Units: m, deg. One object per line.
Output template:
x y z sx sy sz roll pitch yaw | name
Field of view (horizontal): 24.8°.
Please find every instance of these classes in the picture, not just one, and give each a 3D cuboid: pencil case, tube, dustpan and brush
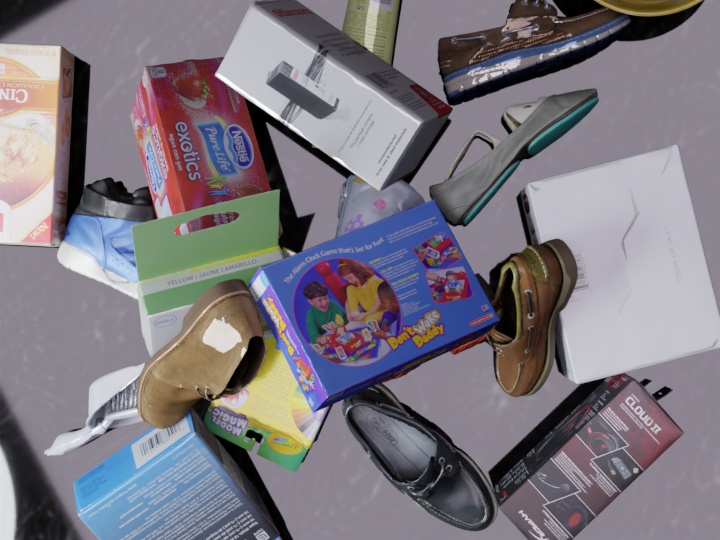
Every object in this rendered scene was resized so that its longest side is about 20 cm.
0.000 0.000 1.606 0.090 0.083 0.201 34 58 -26 | pencil case
0.003 -0.218 1.675 0.052 0.058 0.202 6 96 -39 | tube
-0.247 0.142 1.659 0.198 0.139 0.058 -17 77 28 | dustpan and brush

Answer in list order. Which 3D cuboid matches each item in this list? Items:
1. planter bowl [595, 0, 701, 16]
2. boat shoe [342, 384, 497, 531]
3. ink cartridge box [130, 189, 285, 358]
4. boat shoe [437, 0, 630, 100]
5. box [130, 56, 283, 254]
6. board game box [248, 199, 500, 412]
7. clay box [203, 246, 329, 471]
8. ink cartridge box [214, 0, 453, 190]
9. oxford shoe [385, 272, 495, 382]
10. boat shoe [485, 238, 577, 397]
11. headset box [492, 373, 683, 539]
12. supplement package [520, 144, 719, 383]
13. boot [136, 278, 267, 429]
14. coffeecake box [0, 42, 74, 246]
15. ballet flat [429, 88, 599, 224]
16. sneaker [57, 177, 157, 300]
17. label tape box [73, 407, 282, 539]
0.283 -0.350 1.643 0.198 0.083 0.203 0 89 2 | planter bowl
0.057 0.193 1.651 0.074 0.066 0.200 -41 88 11 | boat shoe
-0.138 0.008 1.539 0.144 0.200 0.048 -15 66 -12 | ink cartridge box
0.172 -0.239 1.652 0.198 0.072 0.073 -20 87 2 | boat shoe
-0.154 -0.098 1.614 0.095 0.100 0.202 -9 69 -22 | box
0.014 0.030 1.524 0.199 0.045 0.135 -22 76 -28 | board game box
-0.070 0.091 1.671 0.114 0.048 0.201 26 91 0 | clay box
-0.024 -0.174 1.591 0.199 0.144 0.084 36 107 6 | ink cartridge box
0.048 0.063 1.649 0.198 0.071 0.073 -20 82 -18 | oxford shoe
0.150 0.050 1.585 0.067 0.201 0.072 -16 47 -23 | boat shoe
0.227 0.180 1.607 0.200 0.149 0.075 -44 88 1 | headset box
0.257 -0.005 1.626 0.154 0.111 0.202 -14 88 2 | supplement package
-0.151 0.100 1.542 0.076 0.073 0.200 58 133 25 | boot
-0.378 -0.128 1.675 0.152 0.073 0.202 3 90 2 | coffeecake box
0.151 -0.131 1.656 0.200 0.067 0.064 -43 81 1 | ballet flat
-0.202 -0.026 1.663 0.198 0.077 0.112 23 100 9 | sneaker
-0.175 0.255 1.655 0.144 0.063 0.201 -34 119 1 | label tape box
